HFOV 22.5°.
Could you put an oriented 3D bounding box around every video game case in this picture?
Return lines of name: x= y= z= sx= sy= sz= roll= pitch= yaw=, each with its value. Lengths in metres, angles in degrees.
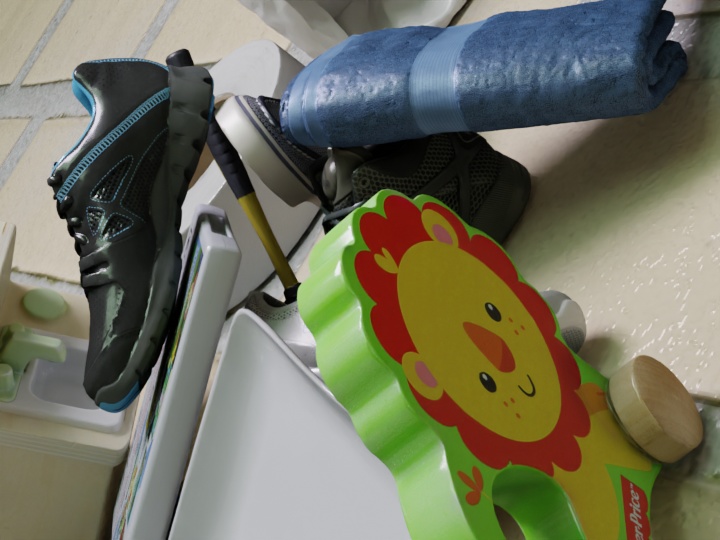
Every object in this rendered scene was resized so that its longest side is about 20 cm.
video game case: x=-0.104 y=0.071 z=1.003 sx=0.182 sy=0.022 sz=0.201 roll=-128 pitch=54 yaw=-79

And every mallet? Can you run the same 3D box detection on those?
mallet: x=-0.063 y=-0.037 z=1.052 sx=0.041 sy=0.201 sz=0.066 roll=-27 pitch=7 yaw=-3

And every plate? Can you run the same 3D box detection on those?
plate: x=-0.030 y=0.145 z=0.840 sx=0.199 sy=0.032 sz=0.201 roll=36 pitch=114 yaw=52

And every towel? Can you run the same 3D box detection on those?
towel: x=0.063 y=-0.104 z=0.942 sx=0.199 sy=0.049 sz=0.112 roll=-4 pitch=20 yaw=21

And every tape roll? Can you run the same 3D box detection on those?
tape roll: x=-0.097 y=-0.064 z=1.292 sx=0.202 sy=0.071 sz=0.203 roll=-40 pitch=28 yaw=27

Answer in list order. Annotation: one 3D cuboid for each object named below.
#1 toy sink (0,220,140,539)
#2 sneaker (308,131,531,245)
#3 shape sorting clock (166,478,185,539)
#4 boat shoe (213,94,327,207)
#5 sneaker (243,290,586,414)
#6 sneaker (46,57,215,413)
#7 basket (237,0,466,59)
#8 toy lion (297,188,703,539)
toy sink: x=-0.198 y=0.089 z=1.151 sx=0.131 sy=0.111 sz=0.201 roll=-86 pitch=10 yaw=-50
sneaker: x=0.000 y=0.000 z=0.990 sx=0.200 sy=0.114 sz=0.076 roll=-59 pitch=23 yaw=-4
shape sorting clock: x=-0.113 y=0.200 z=1.022 sx=0.200 sy=0.039 sz=0.200 roll=-53 pitch=16 yaw=23
boat shoe: x=-0.013 y=-0.087 z=1.063 sx=0.093 sy=0.075 sz=0.200 roll=-39 pitch=-12 yaw=10
sneaker: x=0.015 y=0.027 z=0.900 sx=0.199 sy=0.075 sz=0.082 roll=-10 pitch=72 yaw=26
sneaker: x=-0.135 y=-0.021 z=0.994 sx=0.073 sy=0.082 sz=0.201 roll=125 pitch=154 yaw=-69
basket: x=-0.016 y=-0.261 z=1.250 sx=0.200 sy=0.198 sz=0.161 roll=-52 pitch=22 yaw=5
toy lion: x=0.054 y=0.064 z=0.712 sx=0.069 sy=0.191 sz=0.200 roll=-39 pitch=29 yaw=29
